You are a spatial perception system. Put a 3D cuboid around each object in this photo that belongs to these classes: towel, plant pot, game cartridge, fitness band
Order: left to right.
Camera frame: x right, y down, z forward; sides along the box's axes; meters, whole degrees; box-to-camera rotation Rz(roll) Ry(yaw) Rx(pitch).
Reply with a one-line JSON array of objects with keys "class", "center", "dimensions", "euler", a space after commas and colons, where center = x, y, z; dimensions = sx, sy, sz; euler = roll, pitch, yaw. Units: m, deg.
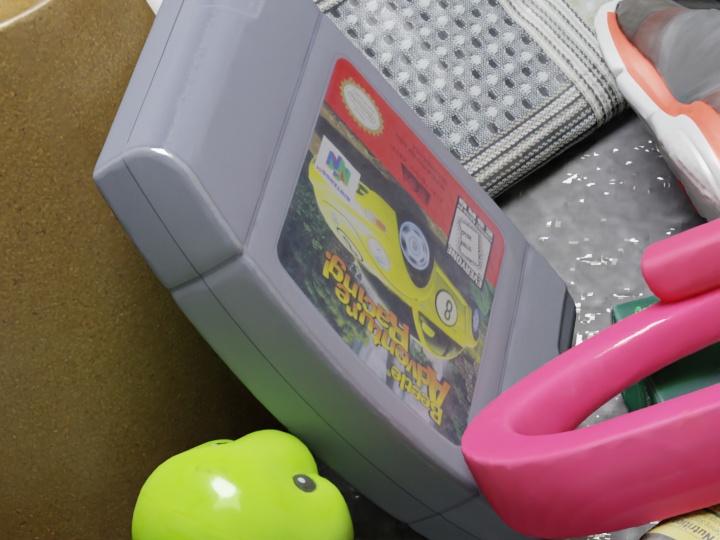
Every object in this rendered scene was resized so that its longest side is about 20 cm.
[{"class": "plant pot", "center": [-0.116, -0.024, 0.779], "dimensions": [0.186, 0.200, 0.187], "euler": [-4, 41, 4]}, {"class": "game cartridge", "center": [0.000, 0.000, 0.742], "dimensions": [0.041, 0.200, 0.133], "euler": [-24, 33, 35]}, {"class": "towel", "center": [0.008, -0.118, 0.911], "dimensions": [0.192, 0.035, 0.200], "euler": [-33, 82, -25]}, {"class": "fitness band", "center": [0.121, 0.021, 0.679], "dimensions": [0.200, 0.037, 0.144], "euler": [-23, 17, 31]}]

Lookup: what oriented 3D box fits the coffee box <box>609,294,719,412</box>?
[{"class": "coffee box", "center": [0.170, 0.072, 0.734], "dimensions": [0.123, 0.044, 0.200], "euler": [-14, 41, -5]}]

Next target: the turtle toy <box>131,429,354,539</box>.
[{"class": "turtle toy", "center": [-0.071, 0.132, 0.666], "dimensions": [0.146, 0.101, 0.200], "euler": [19, 48, 28]}]

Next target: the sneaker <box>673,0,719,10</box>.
[{"class": "sneaker", "center": [0.152, -0.143, 0.958], "dimensions": [0.200, 0.077, 0.076], "euler": [21, 51, 32]}]

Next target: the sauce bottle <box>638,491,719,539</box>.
[{"class": "sauce bottle", "center": [0.105, 0.096, 0.643], "dimensions": [0.200, 0.065, 0.065], "euler": [-35, 47, -18]}]

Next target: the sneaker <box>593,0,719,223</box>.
[{"class": "sneaker", "center": [0.146, -0.064, 0.836], "dimensions": [0.082, 0.077, 0.200], "euler": [-33, 25, 7]}]
